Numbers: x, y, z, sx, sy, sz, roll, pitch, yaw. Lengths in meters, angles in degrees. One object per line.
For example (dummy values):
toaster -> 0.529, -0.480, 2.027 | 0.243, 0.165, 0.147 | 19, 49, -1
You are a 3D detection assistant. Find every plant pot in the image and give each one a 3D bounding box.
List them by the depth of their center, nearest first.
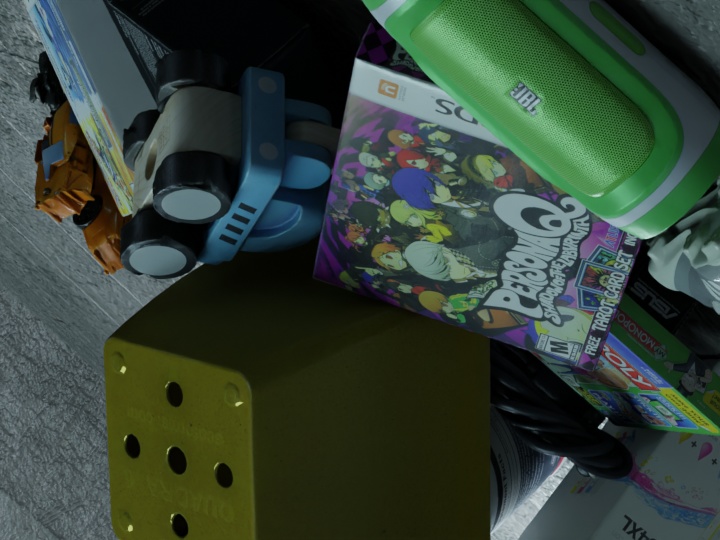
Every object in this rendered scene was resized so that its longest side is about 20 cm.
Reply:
plant pot -> -0.050, 0.097, 1.488 | 0.200, 0.176, 0.200 | 13, 109, 43

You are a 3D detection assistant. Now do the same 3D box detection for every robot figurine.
robot figurine -> -0.210, -0.102, 1.930 | 0.058, 0.200, 0.145 | -21, 135, 25

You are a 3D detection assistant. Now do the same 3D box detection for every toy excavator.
toy excavator -> -0.030, -0.069, 1.446 | 0.200, 0.100, 0.195 | 10, 147, -20

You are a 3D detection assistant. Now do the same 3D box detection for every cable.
cable -> 0.092, 0.071, 1.560 | 0.200, 0.051, 0.163 | 43, -172, -3

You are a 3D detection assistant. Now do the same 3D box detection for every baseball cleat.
baseball cleat -> 0.218, -0.008, 1.282 | 0.106, 0.070, 0.200 | 31, 177, -4

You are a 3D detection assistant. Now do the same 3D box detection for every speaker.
speaker -> 0.093, -0.107, 1.202 | 0.200, 0.088, 0.088 | 40, 167, -11

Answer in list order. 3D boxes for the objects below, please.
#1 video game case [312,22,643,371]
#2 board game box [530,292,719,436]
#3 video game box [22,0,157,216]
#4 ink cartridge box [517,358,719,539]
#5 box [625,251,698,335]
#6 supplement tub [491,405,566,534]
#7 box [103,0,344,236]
video game case -> 0.072, -0.038, 1.350 | 0.181, 0.036, 0.200 | 19, 142, 4
board game box -> 0.135, 0.033, 1.495 | 0.200, 0.029, 0.135 | 40, 165, -19
video game box -> -0.192, -0.140, 1.770 | 0.200, 0.047, 0.182 | 66, 171, -4
ink cartridge box -> 0.210, 0.177, 1.620 | 0.129, 0.200, 0.125 | 40, 168, -10
box -> 0.114, -0.011, 1.579 | 0.193, 0.048, 0.200 | 37, 167, -2
supplement tub -> 0.054, 0.127, 1.680 | 0.140, 0.200, 0.141 | 13, 117, 27
box -> -0.074, -0.110, 1.594 | 0.141, 0.079, 0.200 | 42, 166, 37
